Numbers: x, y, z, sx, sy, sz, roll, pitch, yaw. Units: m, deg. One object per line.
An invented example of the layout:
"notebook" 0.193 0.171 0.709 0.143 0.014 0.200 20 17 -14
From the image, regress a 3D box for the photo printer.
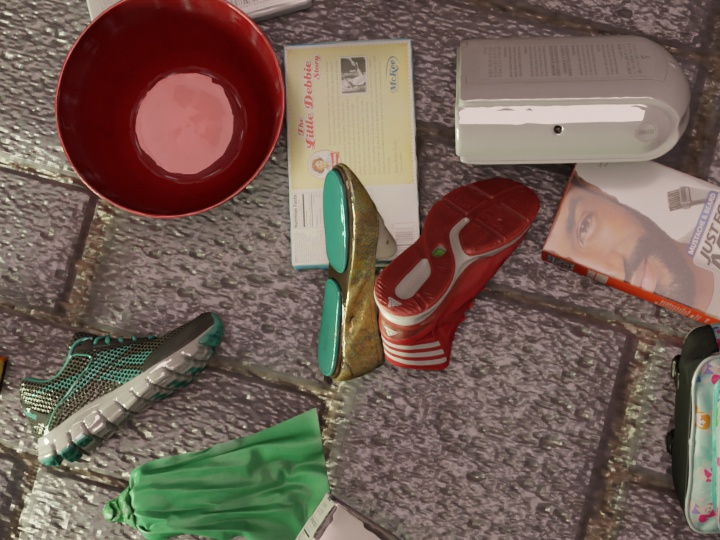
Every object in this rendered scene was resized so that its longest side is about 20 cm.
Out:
"photo printer" 0.180 -0.148 1.618 0.199 0.167 0.070 -1 117 3

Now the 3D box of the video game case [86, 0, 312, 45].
"video game case" -0.161 -0.302 1.728 0.199 0.024 0.183 -15 82 3

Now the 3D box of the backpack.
"backpack" 0.367 0.135 1.570 0.199 0.151 0.178 -1 110 -3

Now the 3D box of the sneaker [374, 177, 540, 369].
"sneaker" 0.079 0.008 1.656 0.078 0.116 0.200 36 55 26

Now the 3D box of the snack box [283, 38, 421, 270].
"snack box" -0.007 -0.103 1.685 0.116 0.037 0.201 -3 83 3

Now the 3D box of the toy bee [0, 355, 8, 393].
"toy bee" -0.417 0.080 1.655 0.199 0.109 0.131 -10 84 3

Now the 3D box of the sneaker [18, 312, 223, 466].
"sneaker" -0.215 0.084 1.660 0.200 0.078 0.091 -33 78 -2

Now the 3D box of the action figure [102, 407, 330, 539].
"action figure" -0.126 0.193 1.647 0.199 0.055 0.119 -9 84 -1

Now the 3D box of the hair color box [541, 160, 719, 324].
"hair color box" 0.269 -0.027 1.644 0.199 0.064 0.111 21 86 7

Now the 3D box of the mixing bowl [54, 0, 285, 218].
"mixing bowl" -0.159 -0.136 1.664 0.199 0.108 0.201 -1 82 5

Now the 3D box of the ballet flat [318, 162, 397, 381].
"ballet flat" 0.000 0.000 1.630 0.070 0.071 0.201 4 112 4

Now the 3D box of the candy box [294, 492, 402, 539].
"candy box" -0.012 0.318 1.598 0.168 0.072 0.200 35 86 -7
